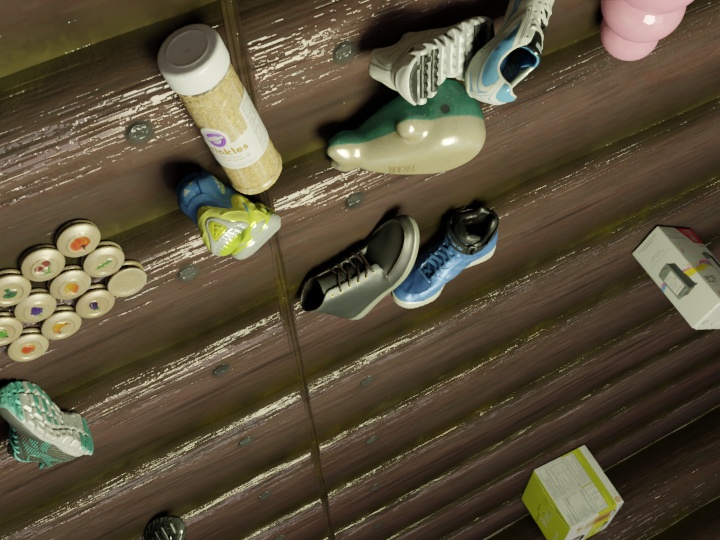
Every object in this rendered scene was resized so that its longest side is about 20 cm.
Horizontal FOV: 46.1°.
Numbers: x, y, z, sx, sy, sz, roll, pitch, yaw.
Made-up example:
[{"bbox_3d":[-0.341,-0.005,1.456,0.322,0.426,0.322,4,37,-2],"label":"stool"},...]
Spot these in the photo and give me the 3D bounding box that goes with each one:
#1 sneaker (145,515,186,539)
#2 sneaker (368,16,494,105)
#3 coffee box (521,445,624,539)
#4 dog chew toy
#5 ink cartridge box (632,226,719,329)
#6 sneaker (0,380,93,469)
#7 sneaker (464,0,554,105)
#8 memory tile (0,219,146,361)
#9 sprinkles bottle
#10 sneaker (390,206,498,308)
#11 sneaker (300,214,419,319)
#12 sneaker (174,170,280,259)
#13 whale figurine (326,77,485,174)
[{"bbox_3d":[-0.358,0.509,1.578,0.078,0.075,0.201,-17,151,-39],"label":"sneaker"},{"bbox_3d":[0.088,-0.253,0.978,0.198,0.080,0.077,-30,131,-42],"label":"sneaker"},{"bbox_3d":[0.626,0.685,2.524,0.194,0.202,0.202,-20,145,-18],"label":"coffee box"},{"bbox_3d":[0.356,-0.345,1.049,0.122,0.126,0.201,-22,154,-16],"label":"dog chew toy"},{"bbox_3d":[0.661,0.013,1.689,0.145,0.202,0.086,1,135,-42],"label":"ink cartridge box"},{"bbox_3d":[-0.437,0.218,1.126,0.090,0.078,0.201,-27,145,-2],"label":"sneaker"},{"bbox_3d":[0.192,-0.276,0.982,0.203,0.071,0.072,-60,149,-14],"label":"sneaker"},{"bbox_3d":[-0.363,0.030,0.997,0.198,0.017,0.154,-34,147,0],"label":"memory tile"},{"bbox_3d":[-0.142,-0.163,0.891,0.067,0.069,0.201,-31,147,-3],"label":"sprinkles bottle"},{"bbox_3d":[0.130,-0.028,1.289,0.197,0.077,0.112,-29,153,-15],"label":"sneaker"},{"bbox_3d":[0.000,0.000,1.216,0.105,0.075,0.201,2,134,-45],"label":"sneaker"},{"bbox_3d":[-0.157,-0.074,1.001,0.075,0.105,0.200,-41,177,3],"label":"sneaker"},{"bbox_3d":[0.053,-0.175,1.036,0.195,0.107,0.159,-9,172,3],"label":"whale figurine"}]
